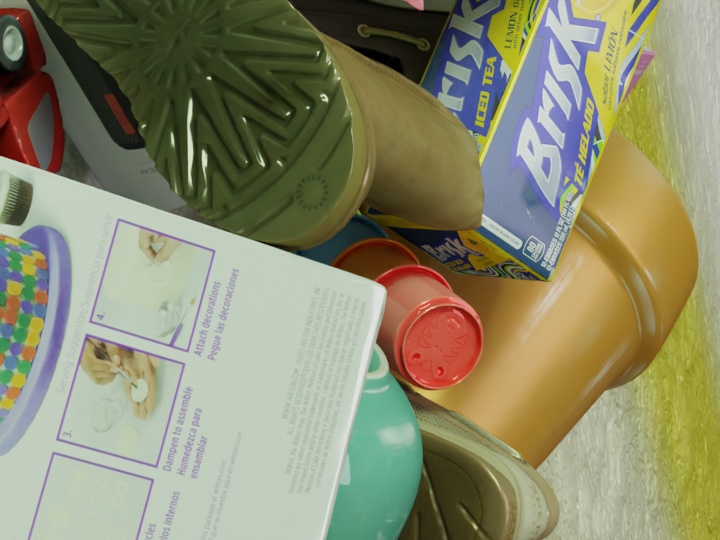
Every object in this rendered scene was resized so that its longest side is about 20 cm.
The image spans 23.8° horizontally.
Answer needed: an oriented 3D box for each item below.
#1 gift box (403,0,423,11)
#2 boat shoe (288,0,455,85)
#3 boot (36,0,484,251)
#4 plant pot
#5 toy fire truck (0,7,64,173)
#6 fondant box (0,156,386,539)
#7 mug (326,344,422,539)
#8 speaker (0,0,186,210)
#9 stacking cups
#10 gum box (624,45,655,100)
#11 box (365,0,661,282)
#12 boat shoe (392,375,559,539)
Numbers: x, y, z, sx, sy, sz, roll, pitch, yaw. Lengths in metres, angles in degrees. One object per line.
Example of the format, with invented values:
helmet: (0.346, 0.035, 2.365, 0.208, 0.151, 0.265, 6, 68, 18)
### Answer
gift box: (0.006, -0.206, 0.699, 0.184, 0.186, 0.201, -21, 97, -24)
boat shoe: (0.014, -0.101, 0.835, 0.072, 0.199, 0.060, 129, -26, -57)
boot: (-0.006, -0.051, 0.618, 0.200, 0.066, 0.175, 25, 22, -54)
plant pot: (0.057, 0.031, 0.920, 0.184, 0.199, 0.201, -57, 141, -31)
toy fire truck: (-0.152, 0.010, 0.579, 0.200, 0.048, 0.142, -60, 141, -54)
fondant box: (-0.105, 0.046, 0.493, 0.199, 0.058, 0.145, 19, 80, -22)
mug: (-0.063, 0.055, 0.637, 0.152, 0.185, 0.115, 11, 113, -54)
speaker: (-0.107, -0.116, 0.662, 0.201, 0.081, 0.082, 64, 32, -44)
stacking cups: (0.000, 0.000, 0.774, 0.200, 0.060, 0.061, -149, -134, -64)
gum box: (0.123, -0.120, 1.157, 0.114, 0.066, 0.200, -57, 165, 17)
box: (0.079, -0.098, 0.767, 0.064, 0.070, 0.201, 31, 75, -33)
boat shoe: (-0.009, 0.073, 0.734, 0.064, 0.199, 0.072, 2, 112, -57)
